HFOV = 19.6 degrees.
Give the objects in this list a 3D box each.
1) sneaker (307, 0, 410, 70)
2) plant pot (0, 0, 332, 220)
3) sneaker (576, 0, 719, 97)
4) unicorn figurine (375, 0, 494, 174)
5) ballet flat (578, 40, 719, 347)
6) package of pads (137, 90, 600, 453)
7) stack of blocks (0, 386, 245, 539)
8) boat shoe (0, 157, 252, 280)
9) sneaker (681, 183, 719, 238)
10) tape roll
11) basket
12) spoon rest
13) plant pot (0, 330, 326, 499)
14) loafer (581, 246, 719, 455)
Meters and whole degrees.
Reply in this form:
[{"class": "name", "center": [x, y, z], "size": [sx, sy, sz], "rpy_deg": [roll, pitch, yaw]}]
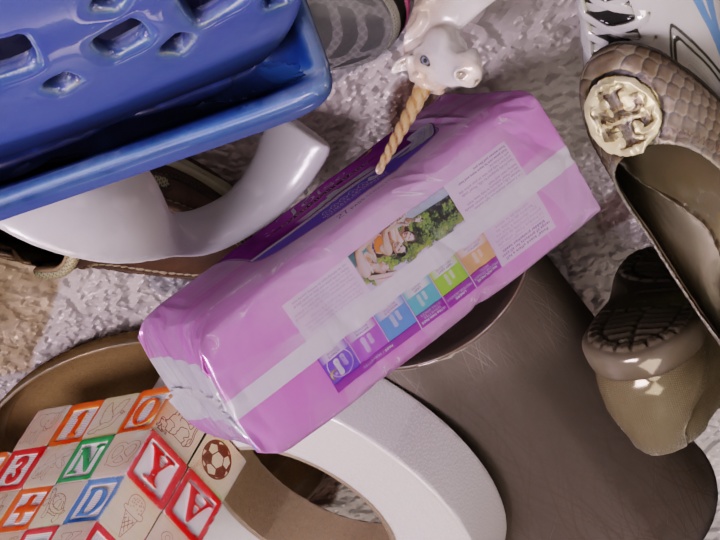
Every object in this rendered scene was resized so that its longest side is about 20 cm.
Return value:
[{"class": "sneaker", "center": [-0.073, -0.100, 0.914], "size": [0.198, 0.088, 0.074], "rpy_deg": [1, 137, -13]}, {"class": "plant pot", "center": [-0.121, -0.140, 0.778], "size": [0.199, 0.201, 0.180], "rpy_deg": [-19, 145, -2]}, {"class": "sneaker", "center": [0.129, -0.106, 0.952], "size": [0.071, 0.073, 0.200], "rpy_deg": [12, 150, 32]}, {"class": "unicorn figurine", "center": [0.055, -0.151, 0.875], "size": [0.137, 0.074, 0.201], "rpy_deg": [-2, 110, 41]}, {"class": "ballet flat", "center": [0.157, -0.013, 0.941], "size": [0.067, 0.046, 0.201], "rpy_deg": [-16, 114, 43]}, {"class": "package of pads", "center": [0.000, 0.000, 0.954], "size": [0.200, 0.120, 0.076], "rpy_deg": [-37, 105, -15]}, {"class": "stack of blocks", "center": [-0.165, 0.131, 1.070], "size": [0.199, 0.115, 0.059], "rpy_deg": [-13, 127, 43]}, {"class": "boat shoe", "center": [-0.142, -0.023, 0.994], "size": [0.201, 0.075, 0.075], "rpy_deg": [15, 132, -26]}, {"class": "sneaker", "center": [0.217, -0.042, 0.951], "size": [0.078, 0.091, 0.200], "rpy_deg": [-2, 150, -43]}, {"class": "tape roll", "center": [-0.022, 0.112, 1.079], "size": [0.202, 0.037, 0.203], "rpy_deg": [20, 145, 15]}, {"class": "basket", "center": [0.074, 0.068, 1.095], "size": [0.179, 0.137, 0.200], "rpy_deg": [-1, 140, 31]}, {"class": "spoon rest", "center": [-0.099, -0.035, 0.937], "size": [0.199, 0.099, 0.061], "rpy_deg": [-8, 127, -48]}, {"class": "plant pot", "center": [-0.114, 0.096, 1.164], "size": [0.198, 0.028, 0.201], "rpy_deg": [-5, 138, -5]}, {"class": "loafer", "center": [0.159, 0.034, 1.046], "size": [0.076, 0.200, 0.068], "rpy_deg": [0, 106, 27]}]
